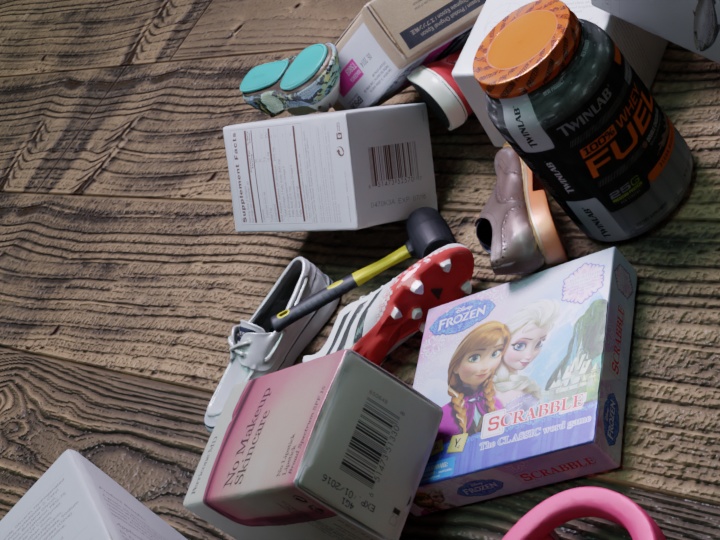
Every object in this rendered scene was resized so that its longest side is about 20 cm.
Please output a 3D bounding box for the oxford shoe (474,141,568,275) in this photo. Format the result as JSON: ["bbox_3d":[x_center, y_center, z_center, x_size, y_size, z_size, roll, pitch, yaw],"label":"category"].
[{"bbox_3d":[0.134,-0.060,1.353,0.073,0.072,0.200,-21,25,8],"label":"oxford shoe"}]

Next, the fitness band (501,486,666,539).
[{"bbox_3d":[0.139,0.249,1.066,0.200,0.037,0.143,-52,36,-9],"label":"fitness band"}]

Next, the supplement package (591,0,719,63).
[{"bbox_3d":[0.309,-0.264,1.269,0.199,0.117,0.118,30,69,23],"label":"supplement package"}]

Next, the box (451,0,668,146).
[{"bbox_3d":[0.205,-0.229,1.433,0.152,0.106,0.201,3,55,38],"label":"box"}]

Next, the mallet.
[{"bbox_3d":[0.000,0.000,1.459,0.199,0.041,0.066,-25,35,10],"label":"mallet"}]

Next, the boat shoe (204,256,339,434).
[{"bbox_3d":[-0.103,0.075,1.497,0.073,0.065,0.201,10,61,52],"label":"boat shoe"}]

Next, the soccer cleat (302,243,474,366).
[{"bbox_3d":[0.023,0.043,1.393,0.200,0.069,0.085,-48,36,5],"label":"soccer cleat"}]

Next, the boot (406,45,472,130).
[{"bbox_3d":[0.124,-0.213,1.510,0.144,0.073,0.200,-37,6,9],"label":"boot"}]

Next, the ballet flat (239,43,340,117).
[{"bbox_3d":[-0.058,-0.196,1.576,0.074,0.074,0.200,-54,23,-14],"label":"ballet flat"}]

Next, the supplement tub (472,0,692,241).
[{"bbox_3d":[0.189,-0.129,1.272,0.122,0.200,0.123,-29,36,24],"label":"supplement tub"}]

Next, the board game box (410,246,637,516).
[{"bbox_3d":[0.129,0.093,1.240,0.199,0.041,0.200,-21,40,34],"label":"board game box"}]

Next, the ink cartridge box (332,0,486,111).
[{"bbox_3d":[0.055,-0.249,1.559,0.164,0.075,0.200,-36,0,-22],"label":"ink cartridge box"}]

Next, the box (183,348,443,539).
[{"bbox_3d":[-0.043,0.159,1.250,0.200,0.109,0.128,-22,40,54],"label":"box"}]

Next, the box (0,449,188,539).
[{"bbox_3d":[-0.228,0.306,1.256,0.200,0.199,0.171,-45,32,-1],"label":"box"}]

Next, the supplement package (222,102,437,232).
[{"bbox_3d":[-0.033,-0.104,1.533,0.116,0.118,0.199,-13,9,-40],"label":"supplement package"}]
